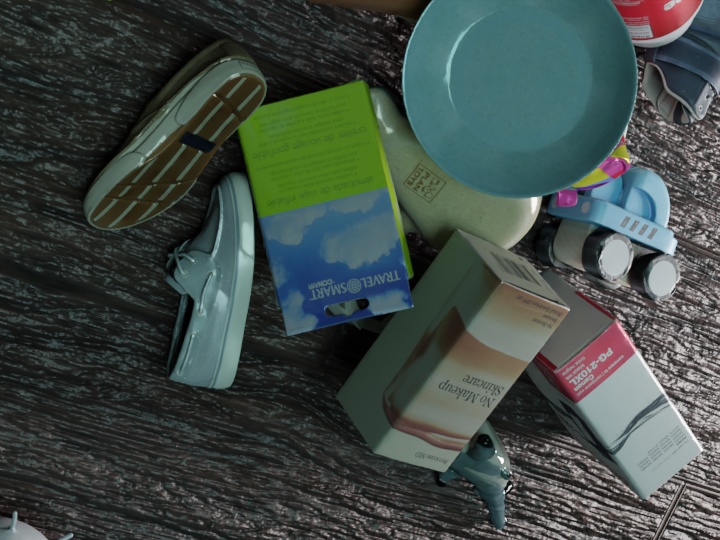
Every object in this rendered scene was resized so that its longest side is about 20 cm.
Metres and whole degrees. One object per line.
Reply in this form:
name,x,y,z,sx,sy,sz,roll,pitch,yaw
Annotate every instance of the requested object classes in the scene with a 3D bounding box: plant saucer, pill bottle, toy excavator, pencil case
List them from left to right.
plant saucer,0.137,-0.164,1.207,0.200,0.039,0.202,2,99,10
pencil case,0.181,-0.166,1.277,0.088,0.088,0.201,-4,73,-22
toy excavator,0.242,-0.092,1.384,0.194,0.100,0.201,21,87,-31
pill bottle,0.250,-0.271,1.253,0.112,0.112,0.200,-54,160,2

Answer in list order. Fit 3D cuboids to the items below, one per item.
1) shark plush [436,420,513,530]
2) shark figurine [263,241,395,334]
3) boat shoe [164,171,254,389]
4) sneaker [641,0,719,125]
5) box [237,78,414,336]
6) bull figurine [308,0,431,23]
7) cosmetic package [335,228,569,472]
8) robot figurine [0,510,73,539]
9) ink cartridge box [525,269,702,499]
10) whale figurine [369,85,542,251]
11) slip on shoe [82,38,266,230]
shark plush,0.109,0.195,1.461,0.083,0.091,0.200,-25,140,8
shark figurine,-0.008,0.018,1.303,0.128,0.090,0.215,-19,128,-1
boat shoe,-0.139,0.010,1.256,0.071,0.070,0.202,3,105,-19
sneaker,0.369,-0.197,1.391,0.202,0.077,0.147,24,87,-19
box,-0.029,-0.054,1.227,0.121,0.048,0.201,-13,91,9
bull figurine,0.039,-0.269,1.235,0.199,0.065,0.122,4,103,-28
cosmetic package,0.082,0.076,1.281,0.103,0.087,0.200,19,114,-40
robot figurine,-0.341,0.303,1.251,0.200,0.113,0.170,-52,148,1
ink cartridge box,0.237,0.115,1.417,0.084,0.145,0.200,-40,119,-4
whale figurine,0.076,-0.102,1.303,0.199,0.104,0.159,31,127,-9
slip on shoe,-0.166,-0.117,1.207,0.200,0.061,0.076,-45,145,17
